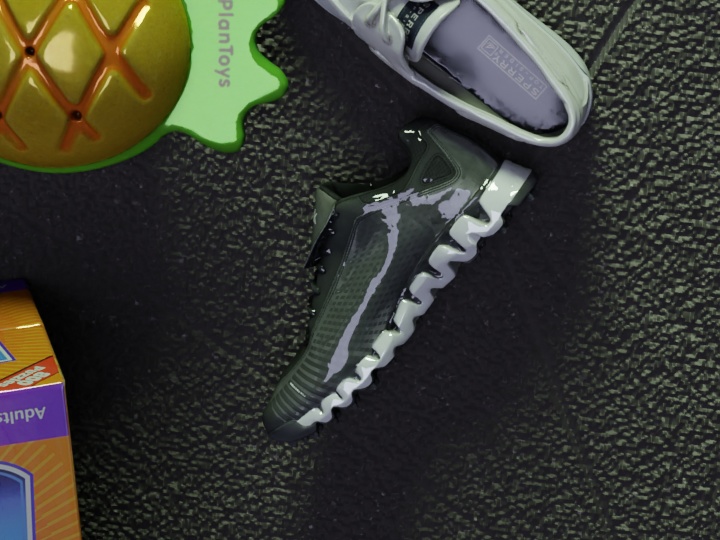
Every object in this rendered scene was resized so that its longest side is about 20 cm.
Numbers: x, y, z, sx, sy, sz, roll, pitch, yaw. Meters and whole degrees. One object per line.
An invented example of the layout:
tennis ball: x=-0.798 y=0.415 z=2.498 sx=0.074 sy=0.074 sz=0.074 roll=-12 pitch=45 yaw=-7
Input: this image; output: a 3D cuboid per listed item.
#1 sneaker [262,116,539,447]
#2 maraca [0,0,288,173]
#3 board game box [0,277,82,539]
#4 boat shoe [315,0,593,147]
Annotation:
sneaker: x=0.000 y=0.000 z=1.286 sx=0.090 sy=0.066 sz=0.200 roll=39 pitch=103 yaw=-2
maraca: x=-0.136 y=-0.118 z=1.244 sx=0.199 sy=0.107 sz=0.138 roll=1 pitch=105 yaw=7
board game box: x=-0.250 y=0.135 z=1.256 sx=0.199 sy=0.200 sz=0.201 roll=-8 pitch=106 yaw=-12
boat shoe: x=0.032 y=-0.130 z=1.241 sx=0.200 sy=0.066 sz=0.072 roll=41 pitch=107 yaw=-5
